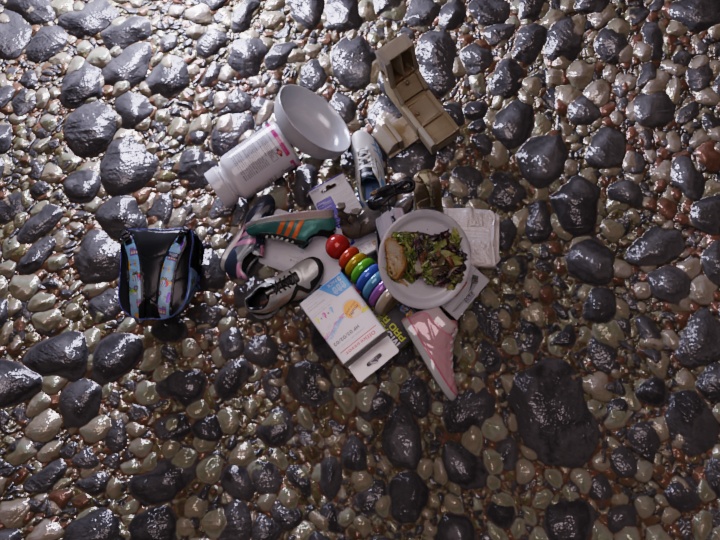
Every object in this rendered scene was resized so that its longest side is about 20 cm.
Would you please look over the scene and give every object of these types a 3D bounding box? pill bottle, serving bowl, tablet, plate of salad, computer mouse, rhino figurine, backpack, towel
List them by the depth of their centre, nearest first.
[{"bbox_3d":[0.133,-0.022,1.530,0.197,0.048,0.203,-1,94,-11],"label":"plate of salad"},{"bbox_3d":[0.070,-0.096,1.611,0.109,0.202,0.044,-25,44,-20],"label":"computer mouse"},{"bbox_3d":[0.043,-0.123,1.646,0.197,0.088,0.060,-16,45,-16],"label":"rhino figurine"},{"bbox_3d":[0.208,-0.070,1.664,0.197,0.035,0.135,0,75,7],"label":"towel"},{"bbox_3d":[-0.437,0.016,1.667,0.180,0.135,0.203,-2,75,6],"label":"backpack"},{"bbox_3d":[-0.124,-0.050,1.690,0.198,0.014,0.132,19,87,17],"label":"tablet"},{"bbox_3d":[-0.118,-0.323,1.706,0.066,0.199,0.201,-43,72,33],"label":"serving bowl"},{"bbox_3d":[-0.247,-0.236,1.719,0.199,0.113,0.114,-35,75,-3],"label":"pill bottle"}]

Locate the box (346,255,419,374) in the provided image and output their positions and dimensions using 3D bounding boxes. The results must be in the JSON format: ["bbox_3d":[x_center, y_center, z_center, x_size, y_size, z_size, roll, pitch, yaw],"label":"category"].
[{"bbox_3d":[0.028,0.095,1.639,0.160,0.044,0.200,-40,75,-4],"label":"box"}]

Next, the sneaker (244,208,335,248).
[{"bbox_3d":[-0.151,-0.084,1.644,0.197,0.071,0.081,-7,94,0],"label":"sneaker"}]

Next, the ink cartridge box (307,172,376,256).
[{"bbox_3d":[-0.034,-0.113,1.703,0.094,0.037,0.202,-28,77,0],"label":"ink cartridge box"}]

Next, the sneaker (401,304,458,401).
[{"bbox_3d":[0.175,0.165,1.569,0.104,0.075,0.202,-30,93,-3],"label":"sneaker"}]

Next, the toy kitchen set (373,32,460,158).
[{"bbox_3d":[0.095,-0.363,1.674,0.162,0.181,0.201,-34,70,-2],"label":"toy kitchen set"}]

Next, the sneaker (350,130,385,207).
[{"bbox_3d":[0.018,-0.229,1.708,0.071,0.073,0.203,-13,74,5],"label":"sneaker"}]

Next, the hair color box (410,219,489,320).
[{"bbox_3d":[0.160,-0.004,1.594,0.200,0.064,0.111,41,89,-10],"label":"hair color box"}]

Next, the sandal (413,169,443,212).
[{"bbox_3d":[0.141,-0.115,1.636,0.079,0.054,0.203,0,94,-5],"label":"sandal"}]

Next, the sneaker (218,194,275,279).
[{"bbox_3d":[-0.233,-0.071,1.697,0.081,0.070,0.202,29,89,23],"label":"sneaker"}]

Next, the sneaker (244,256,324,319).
[{"bbox_3d":[-0.165,0.040,1.643,0.199,0.080,0.074,-37,74,7],"label":"sneaker"}]

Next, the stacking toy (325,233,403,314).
[{"bbox_3d":[0.000,0.000,1.604,0.200,0.085,0.085,42,84,18],"label":"stacking toy"}]

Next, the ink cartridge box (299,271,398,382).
[{"bbox_3d":[-0.022,0.119,1.581,0.115,0.068,0.201,-38,76,-3],"label":"ink cartridge box"}]
